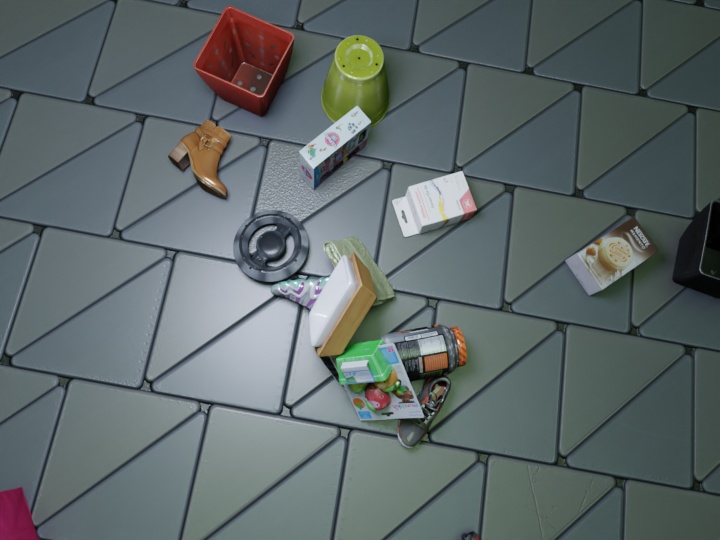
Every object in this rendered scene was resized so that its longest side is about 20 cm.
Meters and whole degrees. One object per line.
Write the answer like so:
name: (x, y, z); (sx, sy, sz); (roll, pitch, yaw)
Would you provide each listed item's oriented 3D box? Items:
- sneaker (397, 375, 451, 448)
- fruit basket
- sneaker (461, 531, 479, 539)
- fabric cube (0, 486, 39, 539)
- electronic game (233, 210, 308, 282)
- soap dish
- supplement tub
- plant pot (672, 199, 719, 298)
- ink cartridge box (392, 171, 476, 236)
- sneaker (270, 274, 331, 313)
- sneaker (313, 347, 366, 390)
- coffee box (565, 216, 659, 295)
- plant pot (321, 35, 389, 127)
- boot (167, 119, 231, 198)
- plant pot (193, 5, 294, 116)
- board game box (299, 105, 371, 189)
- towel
sneaker: (0.155, 0.334, 1.359); (0.076, 0.082, 0.202); (31, 76, 5)
fruit basket: (0.031, 0.265, 1.287); (0.183, 0.094, 0.203); (-11, 106, 33)
sneaker: (0.219, 0.699, 1.275); (0.200, 0.071, 0.098); (-41, 79, -14)
fabric cube: (-0.815, 0.600, 1.168); (0.194, 0.200, 0.202); (-27, 78, -11)
electronic game: (-0.231, -0.064, 1.456); (0.196, 0.042, 0.204); (0, 68, -1)
soap dish: (-0.042, 0.080, 1.282); (0.080, 0.158, 0.202); (25, 111, -19)
supplement tub: (0.151, 0.202, 1.372); (0.196, 0.123, 0.125); (-9, 76, -6)
plant pot: (0.933, -0.032, 1.456); (0.196, 0.178, 0.203); (19, 75, 2)
ink cartridge box: (0.195, -0.175, 1.500); (0.196, 0.068, 0.118); (-18, 77, -8)
sneaker: (-0.128, 0.089, 1.409); (0.196, 0.078, 0.143); (-5, 94, 16)
sneaker: (-0.049, 0.229, 1.372); (0.200, 0.083, 0.072); (42, 77, 7)
coffee box: (0.665, -0.039, 1.490); (0.198, 0.080, 0.115); (-32, 80, -11)
plant pot: (-0.009, -0.515, 1.510); (0.196, 0.193, 0.205); (1, 76, -3)
boot: (-0.393, -0.301, 1.494); (0.199, 0.074, 0.155); (40, 72, 4)
plant pot: (-0.300, -0.534, 1.504); (0.197, 0.176, 0.203); (24, 75, 2)
board game box: (-0.069, -0.321, 1.480); (0.199, 0.148, 0.064); (-41, 84, -12)
towel: (0.000, 0.000, 1.416); (0.036, 0.148, 0.201); (-43, 76, 31)
